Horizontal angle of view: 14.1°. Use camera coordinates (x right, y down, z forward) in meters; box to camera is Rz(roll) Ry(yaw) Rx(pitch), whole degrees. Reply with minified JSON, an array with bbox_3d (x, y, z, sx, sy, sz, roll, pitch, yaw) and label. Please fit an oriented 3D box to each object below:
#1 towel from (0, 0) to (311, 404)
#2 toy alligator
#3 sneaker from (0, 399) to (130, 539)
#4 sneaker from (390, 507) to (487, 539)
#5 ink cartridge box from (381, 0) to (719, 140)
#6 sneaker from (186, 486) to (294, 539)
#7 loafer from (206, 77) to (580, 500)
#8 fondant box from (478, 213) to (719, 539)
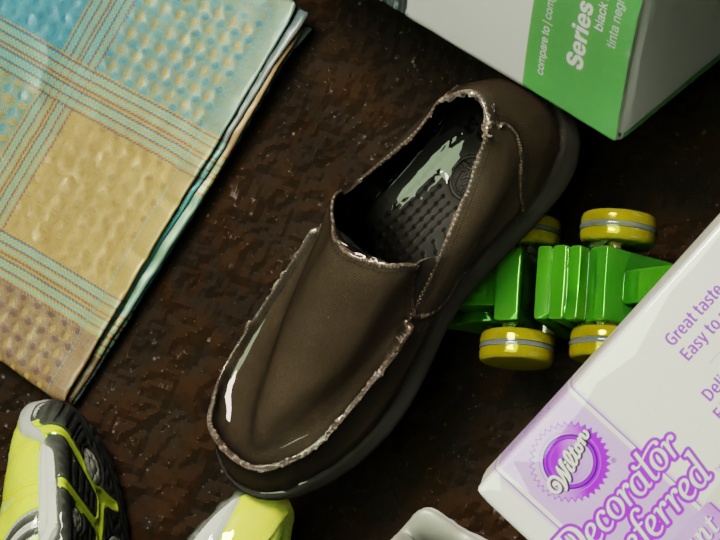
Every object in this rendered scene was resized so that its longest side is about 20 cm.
[{"bbox_3d":[-0.127,-0.060,1.276,0.147,0.022,0.200,32,93,25],"label":"towel"},{"bbox_3d":[0.063,0.011,1.171,0.200,0.054,0.059,-2,76,29],"label":"toy alligator"},{"bbox_3d":[-0.140,0.152,1.205,0.076,0.075,0.200,-6,75,19],"label":"sneaker"},{"bbox_3d":[0.066,0.153,1.072,0.075,0.087,0.200,-44,32,-12],"label":"sneaker"},{"bbox_3d":[0.069,-0.159,1.152,0.200,0.083,0.147,32,51,24],"label":"ink cartridge box"},{"bbox_3d":[-0.040,0.186,1.165,0.090,0.078,0.200,8,88,15],"label":"sneaker"},{"bbox_3d":[0.000,0.000,1.135,0.073,0.071,0.200,40,97,32],"label":"loafer"},{"bbox_3d":[0.164,0.094,1.075,0.200,0.058,0.144,42,96,4],"label":"fondant box"}]
